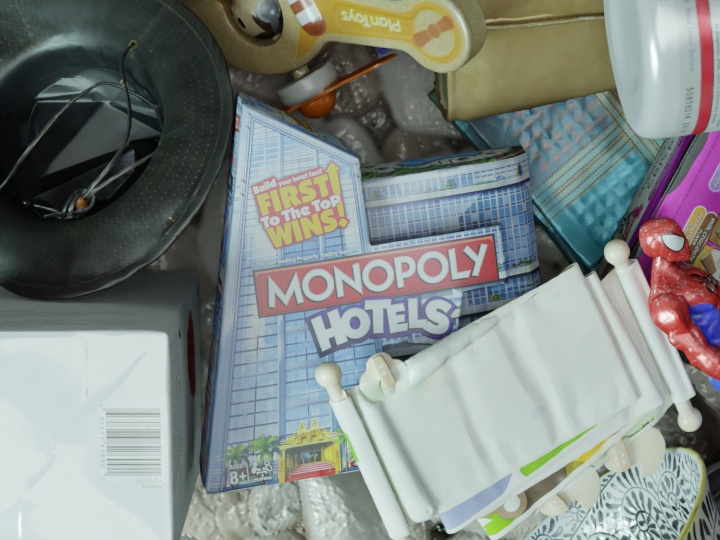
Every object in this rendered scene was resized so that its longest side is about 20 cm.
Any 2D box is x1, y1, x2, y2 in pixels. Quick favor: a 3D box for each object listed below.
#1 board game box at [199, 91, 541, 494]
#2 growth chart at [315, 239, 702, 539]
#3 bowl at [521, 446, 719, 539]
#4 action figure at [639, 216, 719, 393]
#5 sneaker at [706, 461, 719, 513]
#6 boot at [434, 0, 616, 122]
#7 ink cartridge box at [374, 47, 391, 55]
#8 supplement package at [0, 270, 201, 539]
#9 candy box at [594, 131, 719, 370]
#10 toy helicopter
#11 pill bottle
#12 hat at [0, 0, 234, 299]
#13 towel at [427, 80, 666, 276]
[{"bbox_3d":[0.000,0.000,1.196,0.199,0.062,0.201,-9,102,-6],"label":"board game box"},{"bbox_3d":[0.084,0.073,1.195,0.199,0.018,0.145,-24,116,-14],"label":"growth chart"},{"bbox_3d":[0.139,0.199,1.227,0.201,0.201,0.094,-43,101,6],"label":"bowl"},{"bbox_3d":[0.202,0.056,1.202,0.052,0.066,0.201,-27,107,26],"label":"action figure"},{"bbox_3d":[0.223,0.213,1.273,0.074,0.106,0.201,-4,98,1],"label":"sneaker"},{"bbox_3d":[0.137,-0.170,1.201,0.199,0.066,0.176,-5,110,-5],"label":"boot"},{"bbox_3d":[0.070,-0.210,1.244,0.199,0.037,0.095,-32,90,6],"label":"ink cartridge box"},{"bbox_3d":[-0.149,0.072,1.204,0.119,0.200,0.122,-1,99,0],"label":"supplement package"},{"bbox_3d":[0.243,0.004,1.255,0.199,0.061,0.137,27,100,-9],"label":"candy box"},{"bbox_3d":[-0.018,-0.131,1.206,0.199,0.079,0.133,15,124,36],"label":"toy helicopter"},{"bbox_3d":[0.228,-0.133,1.136,0.199,0.112,0.113,-7,98,-3],"label":"pill bottle"},{"bbox_3d":[-0.148,-0.067,1.232,0.199,0.081,0.202,-6,70,18],"label":"hat"},{"bbox_3d":[0.155,-0.112,1.269,0.200,0.022,0.147,-42,97,5],"label":"towel"}]
